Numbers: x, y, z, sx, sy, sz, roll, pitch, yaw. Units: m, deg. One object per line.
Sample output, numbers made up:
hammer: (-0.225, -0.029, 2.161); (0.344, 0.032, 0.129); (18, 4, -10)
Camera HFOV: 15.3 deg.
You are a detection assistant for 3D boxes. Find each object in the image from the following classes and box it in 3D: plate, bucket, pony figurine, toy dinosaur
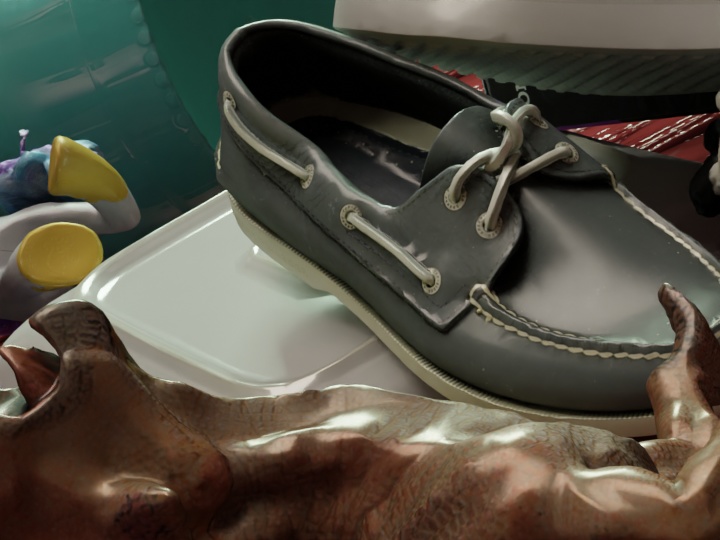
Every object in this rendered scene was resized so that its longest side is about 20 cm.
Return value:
plate: (0.000, 0.000, 0.827); (0.200, 0.032, 0.200); (-31, 25, -23)
bucket: (-0.100, -0.088, 1.171); (0.135, 0.207, 0.207); (-20, 16, 27)
pony figurine: (-0.162, 0.001, 0.985); (0.193, 0.167, 0.200); (3, -16, 5)
toy dinosaur: (0.030, 0.076, 0.420); (0.136, 0.200, 0.086); (-38, -26, -2)

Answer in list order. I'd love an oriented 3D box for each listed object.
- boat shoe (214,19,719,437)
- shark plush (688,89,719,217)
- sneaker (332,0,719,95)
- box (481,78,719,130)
boat shoe: (0.028, -0.016, 0.732); (0.073, 0.062, 0.200); (-36, 42, -25)
shark plush: (0.140, -0.020, 0.700); (0.083, 0.091, 0.200); (-11, -5, -16)
sneaker: (0.089, -0.095, 0.763); (0.200, 0.082, 0.074); (1, -8, 21)
box: (0.152, -0.094, 0.842); (0.200, 0.036, 0.143); (-7, 24, 28)
